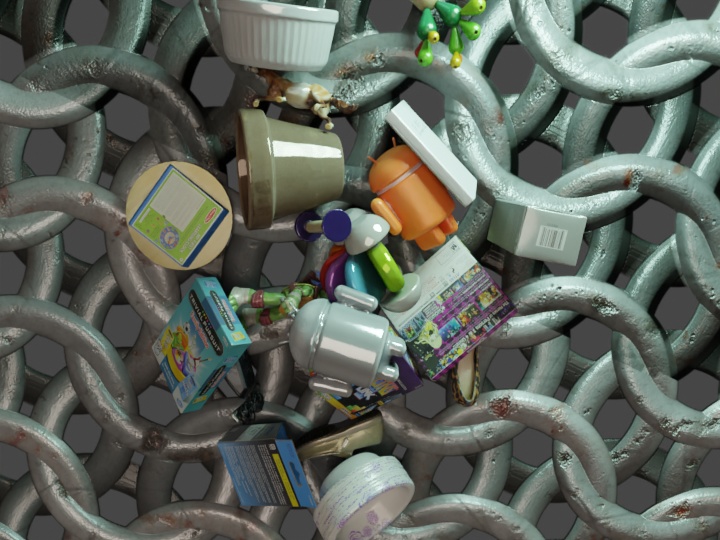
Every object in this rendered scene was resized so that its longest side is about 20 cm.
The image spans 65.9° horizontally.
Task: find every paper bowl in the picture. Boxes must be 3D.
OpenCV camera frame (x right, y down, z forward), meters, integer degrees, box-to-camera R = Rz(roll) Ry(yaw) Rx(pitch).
[{"bbox_3d":[0.000,0.438,1.078,0.198,0.105,0.203,-24,138,-23],"label":"paper bowl"}]

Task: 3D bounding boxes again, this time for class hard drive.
[{"bbox_3d":[0.127,-0.208,0.968,0.026,0.132,0.200,-40,99,25],"label":"hard drive"}]

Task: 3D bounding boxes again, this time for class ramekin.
[{"bbox_3d":[-0.137,-0.386,0.910,0.198,0.203,0.096,7,113,-1],"label":"ramekin"}]

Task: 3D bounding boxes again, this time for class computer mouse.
[{"bbox_3d":[-0.244,0.187,1.059,0.052,0.138,0.204,-15,90,5],"label":"computer mouse"}]

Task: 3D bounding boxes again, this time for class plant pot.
[{"bbox_3d":[-0.121,-0.177,0.961,0.171,0.200,0.205,-5,101,-15],"label":"plant pot"}]

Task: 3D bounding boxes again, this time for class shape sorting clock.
[{"bbox_3d":[-0.338,-0.101,1.041,0.196,0.039,0.204,0,100,-1],"label":"shape sorting clock"}]

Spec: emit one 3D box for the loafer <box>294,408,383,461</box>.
[{"bbox_3d":[-0.042,0.342,1.103,0.197,0.076,0.069,-21,94,4],"label":"loafer"}]

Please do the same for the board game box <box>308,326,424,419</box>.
[{"bbox_3d":[0.017,0.195,1.021,0.163,0.200,0.057,-25,57,6],"label":"board game box"}]

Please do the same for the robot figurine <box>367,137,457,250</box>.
[{"bbox_3d":[0.092,-0.137,0.992,0.143,0.117,0.201,-34,100,9],"label":"robot figurine"}]

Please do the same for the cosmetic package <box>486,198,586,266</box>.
[{"bbox_3d":[0.296,-0.071,0.959,0.105,0.200,0.092,9,103,-4],"label":"cosmetic package"}]

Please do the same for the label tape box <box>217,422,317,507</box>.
[{"bbox_3d":[-0.168,0.377,1.077,0.197,0.063,0.147,-13,102,32],"label":"label tape box"}]

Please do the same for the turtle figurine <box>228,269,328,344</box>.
[{"bbox_3d":[-0.142,0.096,1.017,0.190,0.144,0.204,-1,83,11],"label":"turtle figurine"}]

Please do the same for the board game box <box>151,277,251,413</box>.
[{"bbox_3d":[-0.297,0.137,1.017,0.201,0.047,0.152,-50,62,27],"label":"board game box"}]

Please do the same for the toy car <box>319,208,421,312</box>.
[{"bbox_3d":[0.000,0.000,0.968,0.149,0.200,0.177,-35,111,-8],"label":"toy car"}]

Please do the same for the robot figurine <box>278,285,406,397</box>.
[{"bbox_3d":[-0.028,0.114,0.875,0.196,0.113,0.173,18,89,1],"label":"robot figurine"}]

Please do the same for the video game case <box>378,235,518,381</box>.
[{"bbox_3d":[0.157,0.068,1.023,0.199,0.036,0.182,-41,63,8],"label":"video game case"}]

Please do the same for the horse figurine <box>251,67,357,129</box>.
[{"bbox_3d":[-0.104,-0.303,0.970,0.196,0.134,0.051,13,124,-9],"label":"horse figurine"}]

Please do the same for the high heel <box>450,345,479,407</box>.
[{"bbox_3d":[0.195,0.142,1.028,0.070,0.143,0.204,-1,101,1],"label":"high heel"}]

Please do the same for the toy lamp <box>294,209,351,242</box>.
[{"bbox_3d":[-0.072,-0.077,0.964,0.057,0.199,0.060,-2,95,-23],"label":"toy lamp"}]

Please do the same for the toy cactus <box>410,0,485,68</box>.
[{"bbox_3d":[0.145,-0.450,0.955,0.164,0.102,0.201,40,102,13],"label":"toy cactus"}]
